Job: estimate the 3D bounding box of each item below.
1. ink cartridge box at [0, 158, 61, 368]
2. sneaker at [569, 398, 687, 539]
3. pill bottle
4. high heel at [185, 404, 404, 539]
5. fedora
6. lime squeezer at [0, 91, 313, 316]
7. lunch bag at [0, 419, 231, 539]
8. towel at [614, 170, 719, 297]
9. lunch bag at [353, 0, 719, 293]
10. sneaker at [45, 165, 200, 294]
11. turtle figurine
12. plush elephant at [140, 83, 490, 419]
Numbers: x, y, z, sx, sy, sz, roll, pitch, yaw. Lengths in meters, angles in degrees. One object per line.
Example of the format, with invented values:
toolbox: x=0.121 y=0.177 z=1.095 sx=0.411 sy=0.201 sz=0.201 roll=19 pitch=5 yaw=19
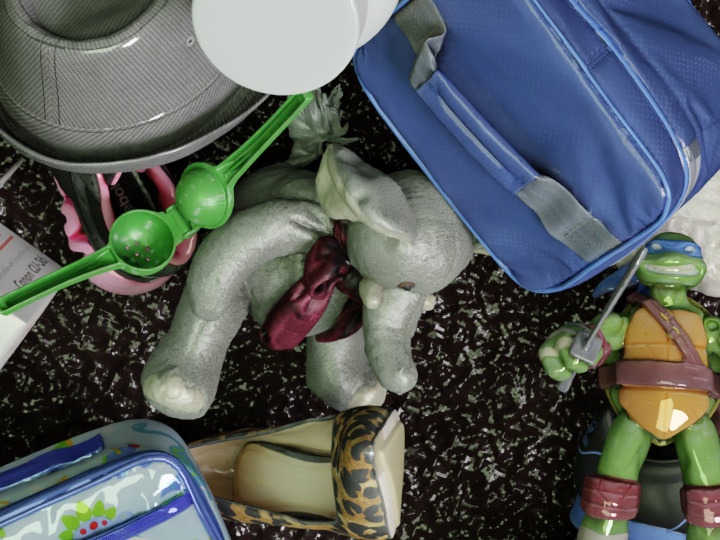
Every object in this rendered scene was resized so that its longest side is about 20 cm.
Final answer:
ink cartridge box: x=-0.233 y=0.042 z=1.701 sx=0.067 sy=0.117 sz=0.200 roll=36 pitch=106 yaw=-4
sneaker: x=0.219 y=0.126 z=1.708 sx=0.199 sy=0.070 sz=0.078 roll=10 pitch=113 yaw=4
pill bottle: x=-0.027 y=-0.175 z=1.526 sx=0.112 sy=0.200 sz=0.113 roll=5 pitch=125 yaw=7
high heel: x=-0.047 y=0.110 z=1.667 sx=0.142 sy=0.200 sz=0.072 roll=4 pitch=80 yaw=1
fedora: x=-0.124 y=-0.145 z=1.587 sx=0.176 sy=0.200 sz=0.091 roll=25 pitch=144 yaw=22
lime squeezer: x=-0.103 y=-0.035 z=1.601 sx=0.199 sy=0.071 sz=0.038 roll=-34 pitch=60 yaw=5
lunch bag: x=-0.167 y=0.181 z=1.673 sx=0.199 sy=0.082 sz=0.162 roll=-22 pitch=111 yaw=-4
towel: x=0.233 y=-0.050 z=1.677 sx=0.199 sy=0.034 sz=0.133 roll=5 pitch=107 yaw=3
lunch bag: x=0.095 y=-0.100 z=1.583 sx=0.200 sy=0.132 sz=0.136 roll=50 pitch=131 yaw=-3
sneaker: x=-0.151 y=-0.076 z=1.664 sx=0.079 sy=0.095 sz=0.200 roll=-38 pitch=104 yaw=-16
turtle figurine: x=0.167 y=0.078 z=1.588 sx=0.143 sy=0.200 sz=0.195 roll=3 pitch=92 yaw=-35
plush elephant: x=0.000 y=0.000 z=1.639 sx=0.164 sy=0.154 sz=0.201 roll=11 pitch=93 yaw=-41
